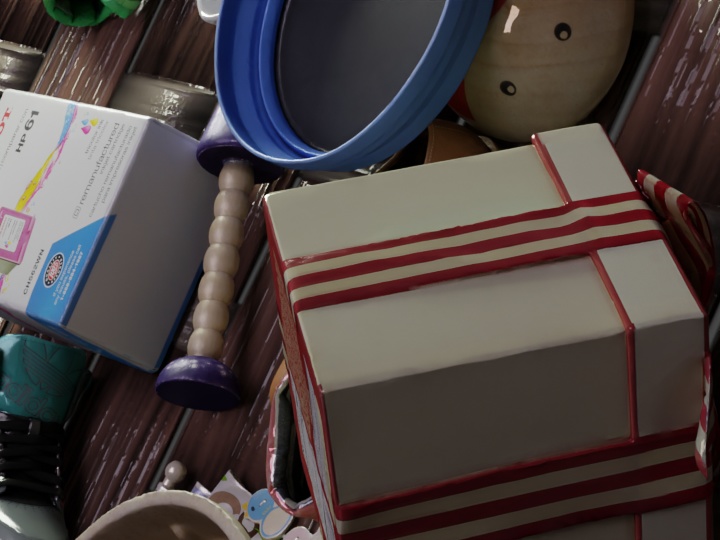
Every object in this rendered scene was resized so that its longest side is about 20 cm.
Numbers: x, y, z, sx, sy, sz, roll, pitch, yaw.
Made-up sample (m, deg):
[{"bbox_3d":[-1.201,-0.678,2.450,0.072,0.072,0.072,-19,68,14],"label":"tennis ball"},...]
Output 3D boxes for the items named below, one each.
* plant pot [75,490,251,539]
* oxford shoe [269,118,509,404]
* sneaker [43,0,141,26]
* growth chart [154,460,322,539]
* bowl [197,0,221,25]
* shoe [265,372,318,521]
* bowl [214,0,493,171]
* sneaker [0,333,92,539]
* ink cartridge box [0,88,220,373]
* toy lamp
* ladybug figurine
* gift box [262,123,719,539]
[{"bbox_3d":[-0.046,0.226,1.091,0.200,0.183,0.200,-29,48,37],"label":"plant pot"},{"bbox_3d":[0.000,0.000,1.278,0.200,0.071,0.071,-57,36,10],"label":"oxford shoe"},{"bbox_3d":[-0.214,-0.223,1.678,0.200,0.074,0.084,16,76,53],"label":"sneaker"},{"bbox_3d":[-0.085,0.183,1.309,0.200,0.018,0.145,26,88,53],"label":"growth chart"},{"bbox_3d":[-0.010,-0.245,1.435,0.200,0.075,0.200,-25,49,47],"label":"bowl"},{"bbox_3d":[0.020,0.041,1.193,0.071,0.091,0.200,27,92,24],"label":"shoe"},{"bbox_3d":[-0.002,-0.148,1.274,0.201,0.039,0.201,-23,58,42],"label":"bowl"},{"bbox_3d":[-0.210,0.104,1.461,0.121,0.084,0.200,-64,34,13],"label":"sneaker"},{"bbox_3d":[-0.184,-0.030,1.508,0.200,0.085,0.145,14,79,54],"label":"ink cartridge box"},{"bbox_3d":[-0.080,-0.017,1.400,0.058,0.058,0.200,-16,58,44],"label":"toy lamp"},{"bbox_3d":[0.077,-0.154,1.281,0.136,0.072,0.200,-50,38,17],"label":"ladybug figurine"},{"bbox_3d":[0.070,0.066,1.022,0.187,0.185,0.200,-12,39,-6],"label":"gift box"}]
